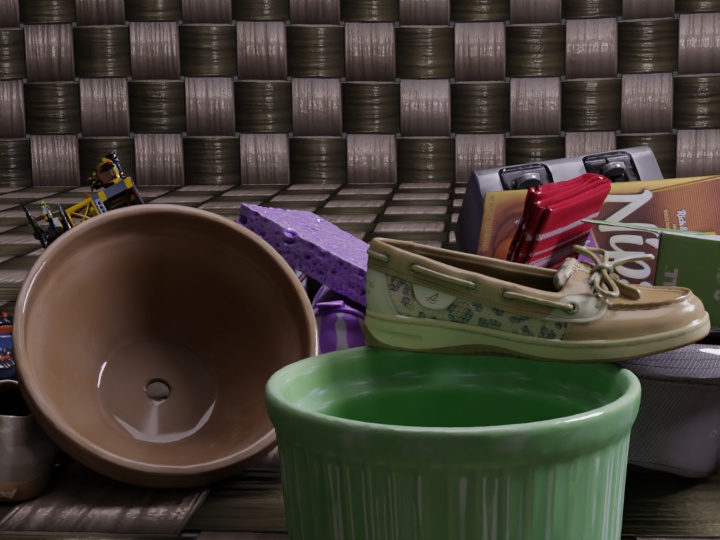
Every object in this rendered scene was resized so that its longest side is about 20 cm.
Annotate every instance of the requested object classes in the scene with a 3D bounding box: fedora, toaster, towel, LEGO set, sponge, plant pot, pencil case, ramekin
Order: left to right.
[{"bbox_3d":[-0.194,0.024,1.005,0.115,0.201,0.154,-27,8,-9],"label":"LEGO set"},{"bbox_3d":[-0.133,0.063,0.880,0.199,0.202,0.093,-4,-32,-17],"label":"plant pot"},{"bbox_3d":[-0.011,0.050,1.106,0.083,0.086,0.200,1,10,2],"label":"pencil case"},{"bbox_3d":[0.000,0.000,1.071,0.199,0.030,0.111,28,11,28],"label":"sponge"},{"bbox_3d":[0.049,0.105,0.698,0.198,0.099,0.200,-1,9,0],"label":"ramekin"},{"bbox_3d":[0.106,0.029,0.886,0.022,0.201,0.144,29,21,20],"label":"towel"},{"bbox_3d":[0.193,-0.024,1.250,0.179,0.120,0.200,-8,-24,-7],"label":"toaster"},{"bbox_3d":[0.188,0.082,0.851,0.175,0.091,0.200,5,3,26],"label":"fedora"}]

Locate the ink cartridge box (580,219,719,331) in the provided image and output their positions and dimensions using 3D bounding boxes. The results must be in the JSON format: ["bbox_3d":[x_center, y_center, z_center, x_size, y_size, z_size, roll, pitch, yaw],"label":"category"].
[{"bbox_3d":[0.246,0.008,0.852,0.198,0.060,0.104,9,5,20],"label":"ink cartridge box"}]

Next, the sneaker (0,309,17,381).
[{"bbox_3d":[-0.261,0.072,1.030,0.199,0.076,0.078,10,-41,-41],"label":"sneaker"}]

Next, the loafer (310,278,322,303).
[{"bbox_3d":[-0.039,0.006,1.293,0.070,0.068,0.201,33,-13,-3],"label":"loafer"}]

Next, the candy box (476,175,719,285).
[{"bbox_3d":[0.189,-0.006,1.006,0.198,0.118,0.057,-2,-32,23],"label":"candy box"}]

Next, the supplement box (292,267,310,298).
[{"bbox_3d":[-0.152,0.029,1.197,0.198,0.104,0.131,-1,10,7],"label":"supplement box"}]

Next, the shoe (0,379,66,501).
[{"bbox_3d":[-0.231,0.102,0.895,0.069,0.054,0.200,-2,9,-10],"label":"shoe"}]

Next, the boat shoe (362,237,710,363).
[{"bbox_3d":[0.097,0.015,0.741,0.198,0.063,0.073,1,8,12],"label":"boat shoe"}]
